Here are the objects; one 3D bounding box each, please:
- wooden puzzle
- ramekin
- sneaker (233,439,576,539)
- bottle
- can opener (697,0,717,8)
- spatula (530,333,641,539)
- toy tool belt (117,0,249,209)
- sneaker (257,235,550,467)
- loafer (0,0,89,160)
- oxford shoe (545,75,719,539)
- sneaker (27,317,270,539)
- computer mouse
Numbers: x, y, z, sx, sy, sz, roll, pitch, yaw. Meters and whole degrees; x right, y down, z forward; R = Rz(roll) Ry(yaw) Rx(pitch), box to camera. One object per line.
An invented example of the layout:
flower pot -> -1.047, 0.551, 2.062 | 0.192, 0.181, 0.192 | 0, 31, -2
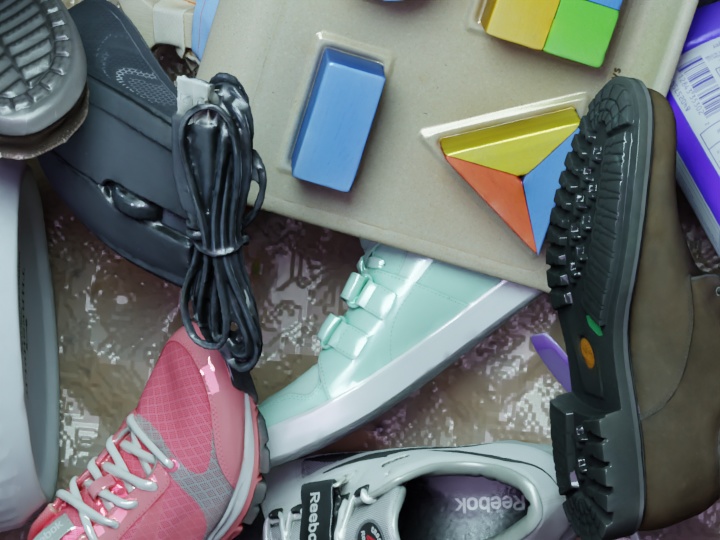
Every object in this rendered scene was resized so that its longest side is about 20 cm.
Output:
wooden puzzle -> 0.035, -0.094, 1.197 | 0.199, 0.046, 0.186 | 17, 106, -3
ramekin -> -0.192, 0.032, 1.264 | 0.093, 0.202, 0.204 | -4, 85, 0
sneaker -> 0.000, 0.116, 1.268 | 0.199, 0.088, 0.075 | -15, 84, 12
bottle -> 0.191, -0.029, 1.201 | 0.083, 0.065, 0.201 | -19, 55, -9
can opener -> 0.162, -0.185, 1.263 | 0.053, 0.067, 0.201 | 26, 92, 13
spatula -> 0.128, 0.117, 1.259 | 0.020, 0.057, 0.201 | -24, 91, -8
toy tool belt -> -0.065, -0.139, 1.293 | 0.123, 0.124, 0.201 | 35, 110, 31
sneaker -> 0.000, 0.000, 1.280 | 0.200, 0.074, 0.119 | -37, 86, -3
loafer -> -0.172, -0.091, 1.217 | 0.073, 0.071, 0.200 | -34, 37, -17
oxford shoe -> 0.127, 0.013, 1.190 | 0.084, 0.073, 0.202 | -8, 109, -18
sneaker -> -0.105, 0.114, 1.250 | 0.074, 0.086, 0.201 | 45, 125, 43
computer mouse -> -0.104, -0.053, 1.204 | 0.052, 0.200, 0.139 | -16, 125, -21
